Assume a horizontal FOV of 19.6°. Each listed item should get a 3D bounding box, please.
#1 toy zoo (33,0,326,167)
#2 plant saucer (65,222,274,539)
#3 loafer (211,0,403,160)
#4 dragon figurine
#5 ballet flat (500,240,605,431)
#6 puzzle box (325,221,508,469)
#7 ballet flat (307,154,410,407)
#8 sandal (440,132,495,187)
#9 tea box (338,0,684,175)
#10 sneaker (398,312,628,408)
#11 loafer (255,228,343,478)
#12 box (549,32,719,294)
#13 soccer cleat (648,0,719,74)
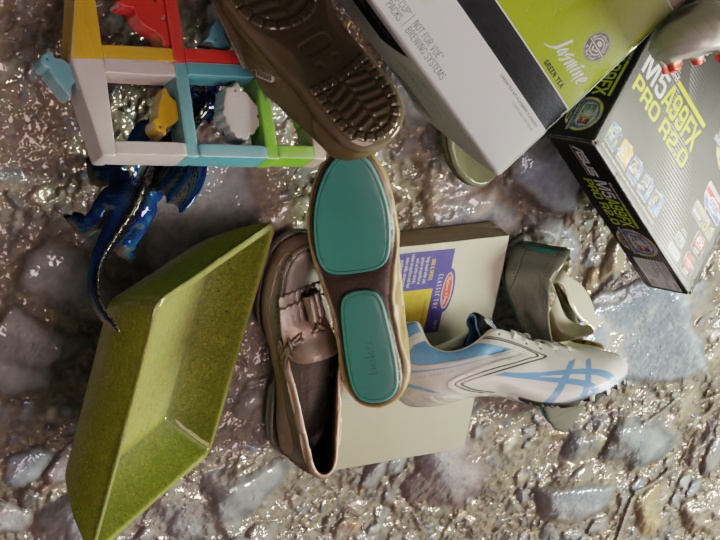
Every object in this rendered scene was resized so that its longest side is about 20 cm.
[{"bbox_3d":[-0.120,-0.133,1.368,0.198,0.020,0.133,0,74,-33],"label":"toy zoo"},{"bbox_3d":[-0.142,0.071,1.470,0.200,0.048,0.202,-39,150,-63],"label":"plant saucer"},{"bbox_3d":[-0.049,-0.149,1.368,0.076,0.201,0.068,-24,162,-26],"label":"loafer"},{"bbox_3d":[-0.142,-0.060,1.379,0.059,0.201,0.099,35,128,-19],"label":"dragon figurine"},{"bbox_3d":[0.166,0.060,1.694,0.068,0.063,0.201,-61,143,-39],"label":"ballet flat"},{"bbox_3d":[0.040,0.060,1.647,0.132,0.025,0.202,-6,121,-30],"label":"puzzle box"},{"bbox_3d":[0.000,0.000,1.537,0.068,0.063,0.202,-2,107,9],"label":"ballet flat"},{"bbox_3d":[0.129,-0.150,1.550,0.079,0.057,0.202,27,102,-41],"label":"sandal"},{"bbox_3d":[0.088,-0.216,1.421,0.196,0.134,0.200,-41,127,-3],"label":"tea box"},{"bbox_3d":[0.120,0.070,1.626,0.198,0.072,0.073,1,94,-20],"label":"sneaker"},{"bbox_3d":[-0.035,0.066,1.576,0.071,0.063,0.202,-16,126,-24],"label":"loafer"},{"bbox_3d":[0.237,-0.103,1.620,0.161,0.044,0.200,-58,136,-20],"label":"box"},{"bbox_3d":[0.241,-0.188,1.493,0.069,0.200,0.078,-9,100,17],"label":"soccer cleat"}]
